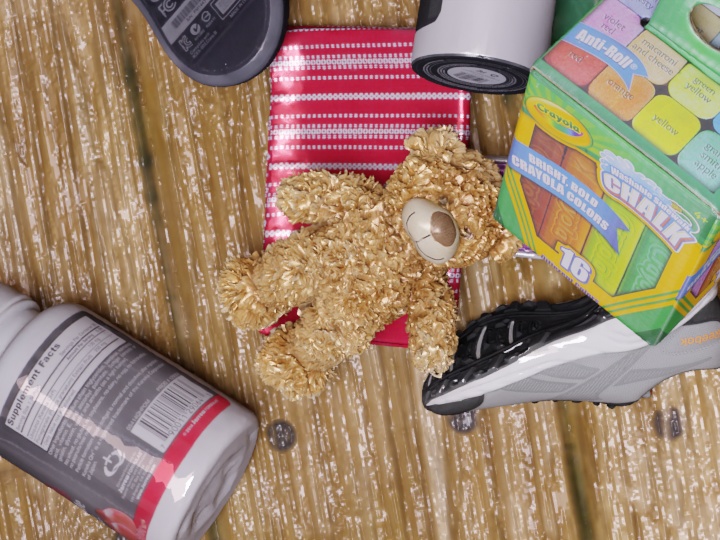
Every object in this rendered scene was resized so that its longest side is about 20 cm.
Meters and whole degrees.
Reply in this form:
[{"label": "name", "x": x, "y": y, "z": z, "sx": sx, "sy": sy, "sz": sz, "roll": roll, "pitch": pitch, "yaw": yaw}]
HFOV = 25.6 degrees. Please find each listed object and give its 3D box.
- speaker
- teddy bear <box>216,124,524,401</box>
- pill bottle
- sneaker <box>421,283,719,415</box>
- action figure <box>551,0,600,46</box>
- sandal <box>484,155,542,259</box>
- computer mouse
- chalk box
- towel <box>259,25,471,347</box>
[{"label": "speaker", "x": 0.082, "y": -0.210, "z": 0.925, "sx": 0.080, "sy": 0.081, "sz": 0.202, "roll": 7, "pitch": 83, "yaw": 15}, {"label": "teddy bear", "x": 0.000, "y": 0.000, "z": 0.948, "sx": 0.199, "sy": 0.067, "sz": 0.146, "roll": -14, "pitch": 87, "yaw": 25}, {"label": "pill bottle", "x": -0.174, "y": 0.090, "z": 1.022, "sx": 0.199, "sy": 0.111, "sz": 0.111, "roll": 30, "pitch": 101, "yaw": 12}, {"label": "sneaker", "x": 0.128, "y": 0.056, "z": 0.958, "sx": 0.199, "sy": 0.074, "sz": 0.080, "roll": -19, "pitch": 116, "yaw": 23}, {"label": "action figure", "x": 0.216, "y": -0.153, "z": 0.930, "sx": 0.199, "sy": 0.055, "sz": 0.119, "roll": 22, "pitch": 96, "yaw": 9}, {"label": "sandal", "x": 0.135, "y": -0.040, "z": 0.958, "sx": 0.201, "sy": 0.050, "sz": 0.083, "roll": -8, "pitch": 92, "yaw": 17}, {"label": "computer mouse", "x": -0.104, "y": -0.199, "z": 1.015, "sx": 0.138, "sy": 0.053, "sz": 0.201, "roll": -41, "pitch": 68, "yaw": 17}, {"label": "chalk box", "x": 0.163, "y": -0.076, "z": 0.826, "sx": 0.125, "sy": 0.200, "sz": 0.124, "roll": 40, "pitch": 69, "yaw": 17}, {"label": "towel", "x": -0.001, "y": -0.052, "z": 0.996, "sx": 0.143, "sy": 0.022, "sz": 0.202, "roll": 5, "pitch": 95, "yaw": 27}]
